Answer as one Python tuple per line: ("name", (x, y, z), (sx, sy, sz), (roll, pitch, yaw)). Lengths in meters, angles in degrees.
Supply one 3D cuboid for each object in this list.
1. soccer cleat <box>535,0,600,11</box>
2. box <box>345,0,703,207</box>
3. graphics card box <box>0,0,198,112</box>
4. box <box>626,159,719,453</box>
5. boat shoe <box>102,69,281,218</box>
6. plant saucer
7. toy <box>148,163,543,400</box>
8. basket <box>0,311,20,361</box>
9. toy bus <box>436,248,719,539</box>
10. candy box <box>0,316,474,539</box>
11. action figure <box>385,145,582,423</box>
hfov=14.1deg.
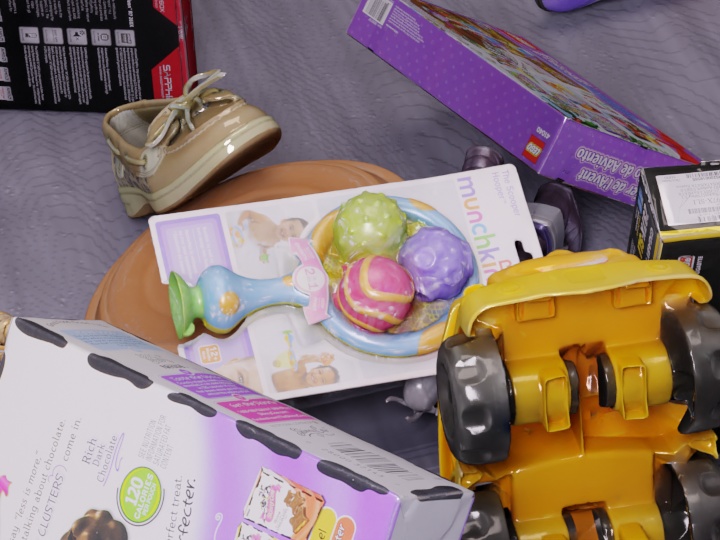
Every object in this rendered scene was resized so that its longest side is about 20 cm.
("soccer cleat", (0.197, -0.215, 1.912), (0.200, 0.068, 0.073), (-27, 45, -36))
("box", (0.099, -0.099, 1.705), (0.137, 0.039, 0.200), (15, 17, -42))
("graphics card box", (-0.203, -0.160, 1.791), (0.199, 0.126, 0.051), (1, 40, 5))
("box", (0.210, 0.018, 1.439), (0.159, 0.200, 0.049), (-7, 55, -7))
("boat shoe", (-0.104, -0.073, 1.626), (0.073, 0.063, 0.200), (-31, 6, -23))
("plant saucer", (-0.060, 0.001, 1.572), (0.200, 0.032, 0.201), (-18, 32, 11))
("toy", (0.000, 0.000, 1.482), (0.199, 0.047, 0.116), (-10, 64, -9))
("basket", (-0.074, 0.111, 1.325), (0.199, 0.150, 0.143), (19, 11, 28))
("toy bus", (0.092, 0.065, 1.387), (0.135, 0.201, 0.192), (-7, 26, -8))
("candy box", (-0.075, 0.131, 1.200), (0.199, 0.168, 0.071), (24, 10, 27))
("action figure", (0.061, 0.019, 1.569), (0.130, 0.070, 0.200), (16, 41, 13))
